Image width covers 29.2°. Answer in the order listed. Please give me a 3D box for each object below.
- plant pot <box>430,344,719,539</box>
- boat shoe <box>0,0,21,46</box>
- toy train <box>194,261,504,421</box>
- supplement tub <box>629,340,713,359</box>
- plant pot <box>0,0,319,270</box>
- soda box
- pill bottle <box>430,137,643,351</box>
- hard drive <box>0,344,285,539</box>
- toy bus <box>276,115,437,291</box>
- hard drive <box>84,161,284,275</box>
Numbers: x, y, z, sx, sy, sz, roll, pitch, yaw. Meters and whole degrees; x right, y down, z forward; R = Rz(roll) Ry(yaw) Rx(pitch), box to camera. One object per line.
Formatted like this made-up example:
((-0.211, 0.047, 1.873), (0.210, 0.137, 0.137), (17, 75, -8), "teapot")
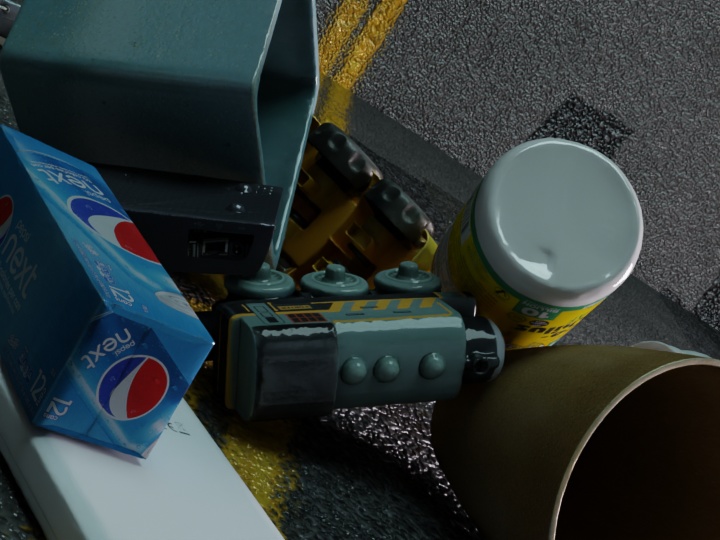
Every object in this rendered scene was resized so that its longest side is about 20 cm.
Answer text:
((0.136, 0.121, 0.885), (0.185, 0.188, 0.199), (26, -1, -32), "plant pot")
((-0.361, -0.264, 1.341), (0.199, 0.062, 0.073), (30, 12, -15), "boat shoe")
((-0.007, 0.047, 0.867), (0.197, 0.086, 0.114), (-1, 18, -23), "toy train")
((0.315, 0.158, 1.256), (0.199, 0.141, 0.140), (27, 13, -29), "supplement tub")
((-0.145, -0.144, 1.007), (0.197, 0.197, 0.198), (7, 54, 6), "plant pot")
((-0.145, 0.005, 0.684), (0.064, 0.068, 0.200), (24, 14, -37), "soda box")
((0.111, -0.003, 0.961), (0.112, 0.113, 0.200), (33, -22, 1), "pill bottle")
((-0.104, 0.098, 0.646), (0.131, 0.027, 0.200), (23, 15, -43), "hard drive")
((0.000, 0.000, 1.134), (0.200, 0.136, 0.192), (45, 0, 41), "toy bus")
((-0.150, -0.037, 0.870), (0.197, 0.043, 0.135), (7, 14, -2), "hard drive")
